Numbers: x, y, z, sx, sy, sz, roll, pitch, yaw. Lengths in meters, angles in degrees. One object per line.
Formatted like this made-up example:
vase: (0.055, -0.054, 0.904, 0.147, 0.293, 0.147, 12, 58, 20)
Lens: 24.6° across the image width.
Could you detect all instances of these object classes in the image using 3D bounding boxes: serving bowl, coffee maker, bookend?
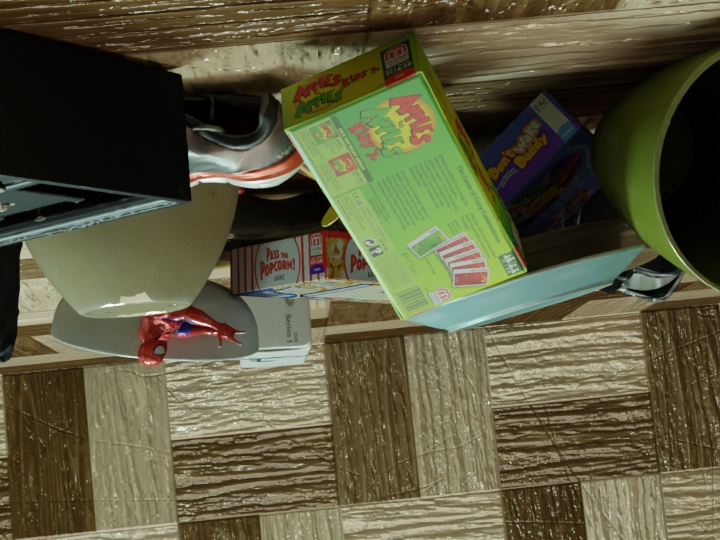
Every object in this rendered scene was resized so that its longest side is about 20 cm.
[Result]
serving bowl: (-0.192, 0.035, 1.568, 0.199, 0.066, 0.200, 6, -172, -1)
coffee maker: (0.248, -0.039, 1.679, 0.191, 0.136, 0.200, -6, 172, 8)
bookend: (-0.252, -0.082, 1.103, 0.198, 0.093, 0.200, -10, 171, 33)

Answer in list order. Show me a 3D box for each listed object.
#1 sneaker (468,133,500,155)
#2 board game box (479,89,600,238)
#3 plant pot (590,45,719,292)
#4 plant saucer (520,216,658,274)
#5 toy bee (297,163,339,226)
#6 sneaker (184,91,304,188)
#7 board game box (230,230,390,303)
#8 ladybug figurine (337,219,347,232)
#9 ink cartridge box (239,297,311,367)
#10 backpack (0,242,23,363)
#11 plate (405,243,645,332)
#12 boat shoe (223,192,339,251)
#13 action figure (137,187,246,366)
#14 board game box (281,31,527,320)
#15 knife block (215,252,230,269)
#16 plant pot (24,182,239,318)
sneaker: (0.077, -0.089, 1.435, 0.199, 0.081, 0.077, -22, 150, -35)
board game box: (0.145, -0.073, 1.407, 0.134, 0.045, 0.200, -45, 163, 9)
plant pot: (0.260, -0.086, 1.262, 0.186, 0.189, 0.200, -3, -170, -18)
plant saucer: (0.175, -0.008, 1.425, 0.199, 0.030, 0.200, -13, 172, -2)
toy bee: (0.031, -0.082, 1.245, 0.199, 0.132, 0.109, 12, 150, -6)
sneaker: (-0.140, -0.103, 1.218, 0.199, 0.077, 0.082, -8, 145, 13)
board game box: (0.000, 0.000, 1.560, 0.199, 0.047, 0.151, 4, 171, -40)
ladybug figurine: (0.045, -0.065, 1.550, 0.135, 0.072, 0.200, -4, 173, -2)
ink cartridge box: (-0.102, 0.029, 1.877, 0.084, 0.147, 0.200, -4, 172, -4)
backpack: (-0.401, -0.007, 1.401, 0.199, 0.164, 0.154, 0, 165, 7)
plate: (0.131, 0.019, 1.301, 0.199, 0.026, 0.200, -17, 176, -1)
boat shoe: (-0.091, -0.029, 1.619, 0.199, 0.074, 0.075, -2, -147, -30)
action figure: (-0.132, 0.016, 1.473, 0.098, 0.201, 0.065, 24, 143, 1)
board game box: (0.033, -0.061, 1.158, 0.101, 0.048, 0.200, -22, 131, 12)
knife block: (-0.204, -0.038, 1.596, 0.199, 0.064, 0.176, -5, 173, -7)
plant pot: (-0.192, -0.033, 1.370, 0.199, 0.135, 0.200, -6, 173, -1)
